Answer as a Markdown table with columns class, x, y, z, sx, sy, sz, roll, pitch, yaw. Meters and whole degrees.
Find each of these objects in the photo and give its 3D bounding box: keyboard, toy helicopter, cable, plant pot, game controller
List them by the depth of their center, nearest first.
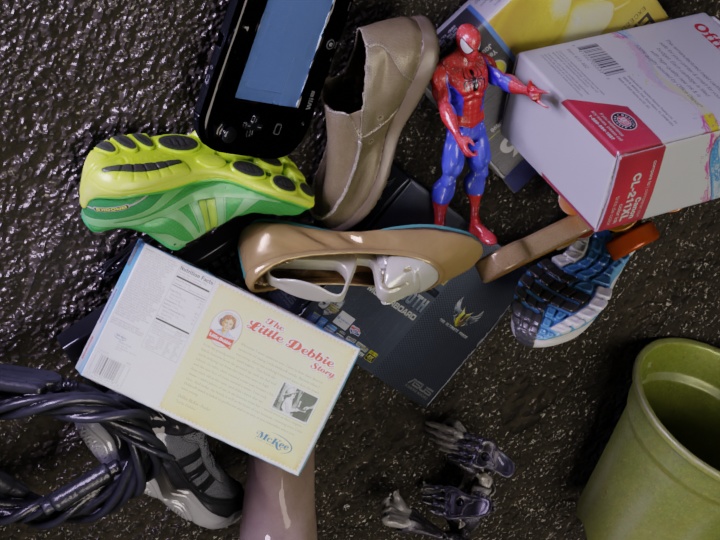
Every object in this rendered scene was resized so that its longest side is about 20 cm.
| class | x | y | z | sx | sy | sz | roll | pitch | yaw |
| --- | --- | --- | --- | --- | --- | --- | --- | --- | --- |
| game controller | -0.059 | -0.181 | 1.525 | 0.104 | 0.042 | 0.201 | 9 | 110 | -34 |
| cable | -0.249 | 0.148 | 1.598 | 0.199 | 0.051 | 0.164 | 7 | 127 | -4 |
| keyboard | -0.156 | 0.012 | 1.634 | 0.200 | 0.021 | 0.127 | -34 | 134 | -7 |
| toy helicopter | 0.185 | -0.038 | 1.679 | 0.199 | 0.079 | 0.132 | -25 | 177 | -26 |
| plant pot | 0.310 | 0.201 | 1.961 | 0.199 | 0.201 | 0.185 | 4 | 131 | -34 |

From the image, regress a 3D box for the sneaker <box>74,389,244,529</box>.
| class | x | y | z | sx | sy | sz | roll | pitch | yaw |
| --- | --- | --- | --- | --- | --- | --- | --- | --- | --- |
| sneaker | -0.140 | 0.140 | 1.696 | 0.114 | 0.076 | 0.200 | -45 | 133 | 8 |

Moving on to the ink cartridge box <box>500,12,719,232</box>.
| class | x | y | z | sx | sy | sz | roll | pitch | yaw |
| --- | --- | --- | --- | --- | --- | --- | --- | --- | --- |
| ink cartridge box | 0.239 | -0.124 | 1.635 | 0.199 | 0.146 | 0.083 | -14 | 135 | -28 |

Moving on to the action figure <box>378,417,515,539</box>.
| class | x | y | z | sx | sy | sz | roll | pitch | yaw |
| --- | --- | --- | --- | --- | --- | --- | --- | --- | --- |
| action figure | 0.083 | 0.198 | 1.863 | 0.200 | 0.102 | 0.119 | 104 | 12 | -76 |

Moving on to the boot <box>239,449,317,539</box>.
| class | x | y | z | sx | sy | sz | roll | pitch | yaw |
| --- | --- | --- | --- | --- | --- | --- | --- | --- | --- |
| boot | -0.070 | 0.168 | 1.692 | 0.070 | 0.201 | 0.147 | 0 | 132 | -1 |

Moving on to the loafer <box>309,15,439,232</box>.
| class | x | y | z | sx | sy | sz | roll | pitch | yaw |
| --- | --- | --- | --- | --- | --- | --- | --- | --- | --- |
| loafer | -0.004 | -0.120 | 1.597 | 0.067 | 0.076 | 0.201 | 11 | 120 | -23 |

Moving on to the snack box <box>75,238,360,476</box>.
| class | x | y | z | sx | sy | sz | roll | pitch | yaw |
| --- | --- | --- | --- | --- | --- | --- | --- | --- | --- |
| snack box | -0.112 | 0.070 | 1.602 | 0.199 | 0.037 | 0.117 | 27 | 90 | -17 |

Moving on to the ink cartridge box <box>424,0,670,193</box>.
| class | x | y | z | sx | sy | sz | roll | pitch | yaw |
| --- | --- | --- | --- | --- | --- | --- | --- | --- | --- |
| ink cartridge box | 0.161 | -0.175 | 1.677 | 0.198 | 0.047 | 0.200 | -44 | 132 | 3 |

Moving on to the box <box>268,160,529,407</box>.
| class | x | y | z | sx | sy | sz | roll | pitch | yaw |
| --- | --- | --- | --- | --- | --- | --- | --- | --- | --- |
| box | 0.039 | 0.013 | 1.730 | 0.158 | 0.051 | 0.200 | -50 | 134 | 4 |

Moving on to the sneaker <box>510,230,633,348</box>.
| class | x | y | z | sx | sy | sz | roll | pitch | yaw |
| --- | --- | --- | --- | --- | --- | --- | --- | --- | --- |
| sneaker | 0.188 | 0.023 | 1.776 | 0.200 | 0.075 | 0.087 | -43 | 159 | -45 |

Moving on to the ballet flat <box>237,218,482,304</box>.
| class | x | y | z | sx | sy | sz | roll | pitch | yaw |
| --- | --- | --- | --- | --- | --- | --- | --- | --- | --- |
| ballet flat | 0.000 | 0.000 | 1.616 | 0.199 | 0.063 | 0.069 | 2 | 147 | -3 |

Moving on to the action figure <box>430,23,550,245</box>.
| class | x | y | z | sx | sy | sz | roll | pitch | yaw |
| --- | --- | --- | --- | --- | --- | --- | --- | --- | --- |
| action figure | 0.097 | -0.096 | 1.602 | 0.065 | 0.099 | 0.201 | -17 | 123 | -23 |

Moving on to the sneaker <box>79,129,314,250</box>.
| class | x | y | z | sx | sy | sz | roll | pitch | yaw |
| --- | --- | --- | --- | --- | --- | --- | --- | --- | --- |
| sneaker | -0.130 | -0.063 | 1.569 | 0.199 | 0.074 | 0.084 | 1 | 136 | -31 |
